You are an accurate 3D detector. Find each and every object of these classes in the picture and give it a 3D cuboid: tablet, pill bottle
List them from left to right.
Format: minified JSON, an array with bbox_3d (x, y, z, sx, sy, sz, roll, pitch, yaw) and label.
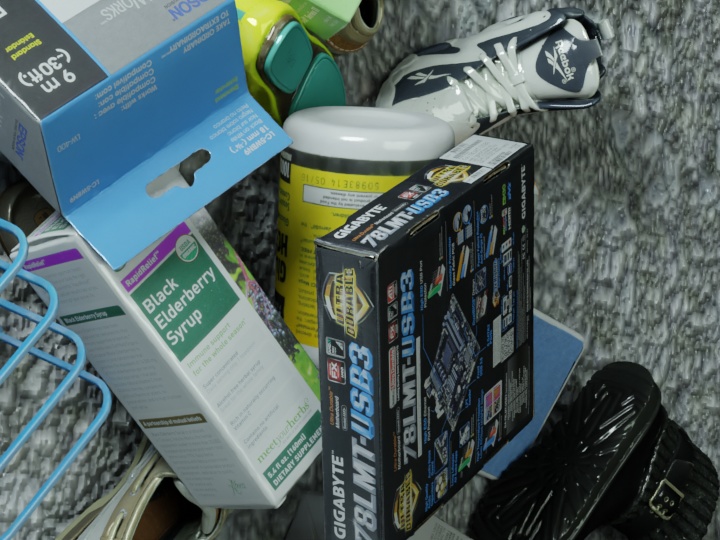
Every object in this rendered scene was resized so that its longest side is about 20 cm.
[{"bbox_3d":[0.000,0.000,1.049,0.112,0.112,0.202,-7,107,-37],"label":"pill bottle"},{"bbox_3d":[0.075,0.073,1.179,0.199,0.014,0.131,28,91,-39],"label":"tablet"}]

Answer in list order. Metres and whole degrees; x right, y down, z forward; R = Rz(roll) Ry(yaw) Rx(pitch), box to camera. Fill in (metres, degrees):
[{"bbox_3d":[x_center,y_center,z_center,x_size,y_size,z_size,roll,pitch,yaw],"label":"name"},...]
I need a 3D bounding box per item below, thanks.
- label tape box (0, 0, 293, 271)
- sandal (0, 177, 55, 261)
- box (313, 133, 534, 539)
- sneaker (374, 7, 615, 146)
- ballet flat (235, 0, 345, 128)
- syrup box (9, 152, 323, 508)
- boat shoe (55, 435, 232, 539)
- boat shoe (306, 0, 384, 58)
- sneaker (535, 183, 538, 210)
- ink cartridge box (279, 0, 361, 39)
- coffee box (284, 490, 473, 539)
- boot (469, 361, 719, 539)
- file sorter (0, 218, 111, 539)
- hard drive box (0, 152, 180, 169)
[{"bbox_3d":[-0.144,-0.121,0.876,0.200,0.063,0.144,44,58,11],"label":"label tape box"},{"bbox_3d":[-0.141,0.014,0.997,0.200,0.055,0.082,49,55,-3],"label":"sandal"},{"bbox_3d":[0.044,0.042,0.979,0.198,0.049,0.201,-34,129,-49],"label":"box"},{"bbox_3d":[0.109,-0.141,1.178,0.199,0.129,0.080,-25,100,-38],"label":"sneaker"},{"bbox_3d":[-0.058,-0.134,1.066,0.067,0.067,0.200,-61,165,-7],"label":"ballet flat"},{"bbox_3d":[-0.102,0.038,0.933,0.079,0.081,0.201,-48,114,-34],"label":"syrup box"},{"bbox_3d":[-0.112,0.141,1.018,0.200,0.068,0.075,-52,124,-26],"label":"boat shoe"},{"bbox_3d":[-0.020,-0.253,1.129,0.074,0.068,0.201,-14,95,-35],"label":"boat shoe"},{"bbox_3d":[0.042,-0.027,1.168,0.199,0.076,0.093,-5,97,-30],"label":"sneaker"},{"bbox_3d":[-0.073,-0.253,1.042,0.199,0.067,0.118,29,83,-11],"label":"ink cartridge box"},{"bbox_3d":[0.050,0.232,1.122,0.200,0.114,0.080,36,66,-31],"label":"coffee box"},{"bbox_3d":[0.189,0.191,1.253,0.211,0.079,0.158,-46,130,-13],"label":"boot"},{"bbox_3d":[-0.236,0.040,0.860,0.139,0.122,0.201,-53,148,-27],"label":"file sorter"},{"bbox_3d":[-0.199,-0.147,0.981,0.199,0.077,0.157,17,77,-36],"label":"hard drive box"}]
